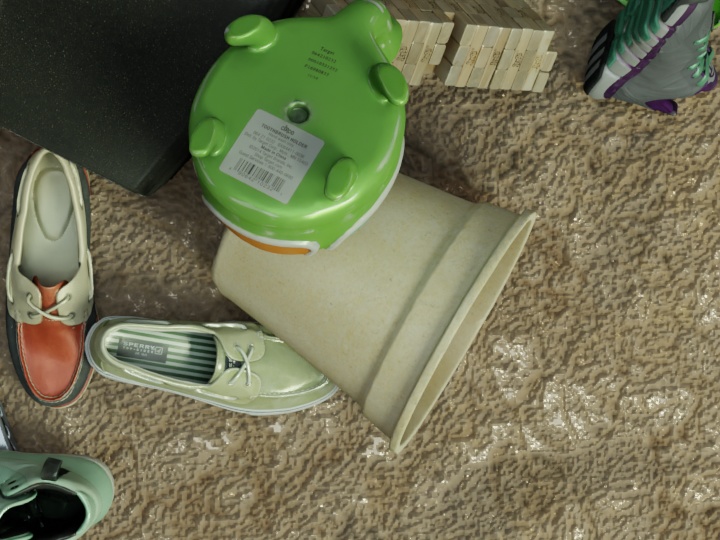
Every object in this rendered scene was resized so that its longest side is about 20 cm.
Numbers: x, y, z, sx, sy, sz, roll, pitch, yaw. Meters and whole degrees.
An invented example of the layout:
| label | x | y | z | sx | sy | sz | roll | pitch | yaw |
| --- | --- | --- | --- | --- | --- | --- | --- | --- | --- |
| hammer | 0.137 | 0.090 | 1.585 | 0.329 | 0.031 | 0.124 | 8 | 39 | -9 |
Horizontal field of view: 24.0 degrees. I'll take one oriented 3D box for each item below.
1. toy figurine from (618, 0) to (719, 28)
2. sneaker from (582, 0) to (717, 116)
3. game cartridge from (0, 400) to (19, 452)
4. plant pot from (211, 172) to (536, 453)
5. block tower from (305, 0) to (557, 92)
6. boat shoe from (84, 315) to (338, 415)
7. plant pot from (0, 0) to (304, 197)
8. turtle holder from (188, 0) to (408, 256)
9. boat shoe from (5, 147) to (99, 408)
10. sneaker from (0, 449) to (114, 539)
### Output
| label | x | y | z | sx | sy | sz | roll | pitch | yaw |
| --- | --- | --- | --- | --- | --- | --- | --- | --- | --- |
| toy figurine | 0.244 | -0.310 | 1.288 | 0.200 | 0.150 | 0.184 | 32 | 73 | 21 |
| sneaker | 0.237 | -0.173 | 1.239 | 0.087 | 0.200 | 0.075 | 20 | 71 | -8 |
| game cartridge | -0.335 | 0.119 | 1.277 | 0.132 | 0.042 | 0.201 | -19 | 91 | 1 |
| plant pot | 0.000 | 0.000 | 1.235 | 0.183 | 0.200 | 0.201 | 30 | 88 | 9 |
| block tower | 0.049 | -0.171 | 1.243 | 0.199 | 0.058 | 0.054 | -1 | 127 | -32 |
| boat shoe | -0.106 | 0.072 | 1.268 | 0.199 | 0.062 | 0.072 | 5 | 90 | -14 |
| plant pot | -0.169 | -0.166 | 1.218 | 0.199 | 0.200 | 0.178 | 27 | 98 | -3 |
| turtle holder | -0.040 | -0.097 | 1.116 | 0.140 | 0.132 | 0.187 | -1 | 67 | 0 |
| boat shoe | -0.231 | 0.005 | 1.271 | 0.071 | 0.063 | 0.201 | 2 | 91 | -5 |
| sneaker | -0.280 | 0.162 | 1.205 | 0.199 | 0.118 | 0.074 | -3 | 92 | -3 |
